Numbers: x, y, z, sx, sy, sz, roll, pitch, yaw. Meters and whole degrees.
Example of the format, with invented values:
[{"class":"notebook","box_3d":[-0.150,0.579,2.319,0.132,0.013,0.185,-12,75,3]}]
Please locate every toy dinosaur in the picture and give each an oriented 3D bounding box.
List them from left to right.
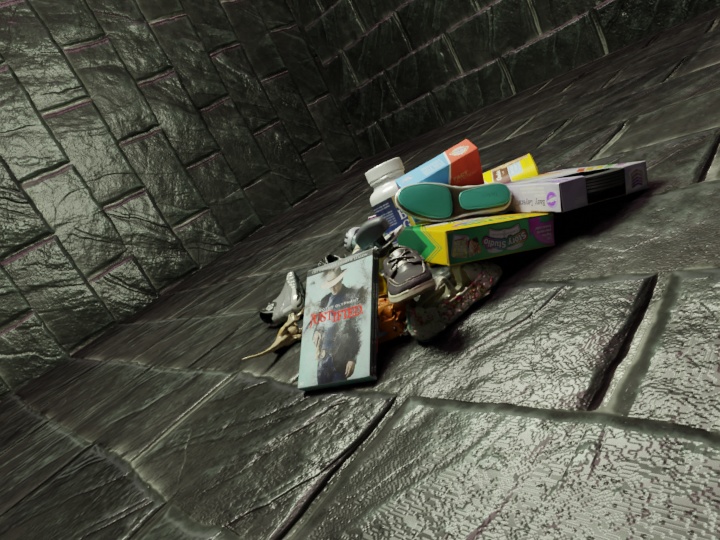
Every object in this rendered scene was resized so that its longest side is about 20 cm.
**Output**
[{"class":"toy dinosaur","box_3d":[-0.145,0.131,1.008,0.101,0.058,0.200,-39,4,23]}]

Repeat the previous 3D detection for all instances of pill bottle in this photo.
[{"class":"pill bottle","box_3d":[0.087,-0.129,1.074,0.110,0.202,0.111,-25,5,2]}]

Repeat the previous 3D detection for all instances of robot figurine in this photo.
[{"class":"robot figurine","box_3d":[-0.009,0.092,0.844,0.198,0.059,0.145,-21,15,26]}]

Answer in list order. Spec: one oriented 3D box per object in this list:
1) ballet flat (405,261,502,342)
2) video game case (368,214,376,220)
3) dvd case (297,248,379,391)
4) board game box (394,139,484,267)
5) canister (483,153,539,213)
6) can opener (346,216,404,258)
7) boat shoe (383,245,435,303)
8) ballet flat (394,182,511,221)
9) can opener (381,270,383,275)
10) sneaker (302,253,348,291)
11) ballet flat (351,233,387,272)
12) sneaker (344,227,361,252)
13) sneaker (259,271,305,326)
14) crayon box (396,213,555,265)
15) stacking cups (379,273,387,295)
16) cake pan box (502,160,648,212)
[{"class":"ballet flat","box_3d":[0.143,0.029,0.767,0.199,0.064,0.075,-37,24,-28]},{"class":"video game case","box_3d":[0.148,-0.149,1.265,0.180,0.036,0.199,-16,3,-44]},{"class":"dvd case","box_3d":[-0.034,0.077,0.787,0.145,0.022,0.202,-17,57,36]},{"class":"board game box","box_3d":[0.162,-0.119,0.952,0.152,0.201,0.040,-30,43,-3]},{"class":"canister","box_3d":[0.284,-0.166,1.091,0.198,0.087,0.149,-21,17,21]},{"class":"can opener","box_3d":[0.002,-0.037,0.861,0.053,0.067,0.200,-50,11,-34]},{"class":"boat shoe","box_3d":[0.065,-0.001,0.763,0.071,0.065,0.200,-23,7,5]},{"class":"ballet flat","box_3d":[0.156,-0.113,0.874,0.197,0.070,0.070,-4,16,-1]},{"class":"can opener","box_3d":[0.050,-0.014,1.073,0.052,0.067,0.200,-31,10,-12]},{"class":"sneaker","box_3d":[-0.069,0.008,1.159,0.199,0.091,0.076,-15,22,46]},{"class":"ballet flat","box_3d":[0.000,0.000,0.990,0.069,0.069,0.201,-41,-16,-37]},{"class":"sneaker","box_3d":[0.058,-0.061,1.164,0.087,0.075,0.199,21,23,41]},{"class":"sneaker","box_3d":[-0.188,0.071,1.204,0.115,0.075,0.200,-31,16,1]},{"class":"crayon box","box_3d":[0.185,-0.057,0.847,0.198,0.059,0.172,-11,8,-20]},{"class":"stacking cups","box_3d":[-0.035,0.053,0.974,0.199,0.061,0.060,-22,15,48]},{"class":"cake pan box","box_3d":[0.348,-0.140,0.870,0.182,0.053,0.200,-17,12,-17]}]
